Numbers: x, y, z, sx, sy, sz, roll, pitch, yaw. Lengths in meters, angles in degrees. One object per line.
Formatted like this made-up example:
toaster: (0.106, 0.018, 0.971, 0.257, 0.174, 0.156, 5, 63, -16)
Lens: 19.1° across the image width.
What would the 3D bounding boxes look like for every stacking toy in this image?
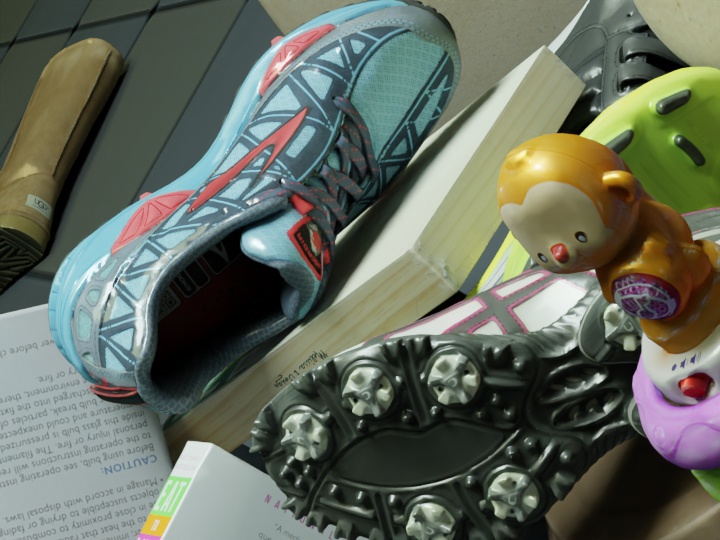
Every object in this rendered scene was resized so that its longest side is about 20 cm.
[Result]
stacking toy: (0.113, 0.026, 0.538, 0.116, 0.200, 0.110, -25, 38, 53)

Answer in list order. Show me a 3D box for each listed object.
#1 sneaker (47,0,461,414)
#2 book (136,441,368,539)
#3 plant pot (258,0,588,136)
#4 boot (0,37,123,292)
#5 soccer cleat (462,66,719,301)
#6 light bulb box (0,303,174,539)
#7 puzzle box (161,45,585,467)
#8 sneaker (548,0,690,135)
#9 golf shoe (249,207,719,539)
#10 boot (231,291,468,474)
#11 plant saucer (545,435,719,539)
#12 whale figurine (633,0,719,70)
sneaker: (-0.026, -0.018, 0.822, 0.200, 0.079, 0.096, -46, 33, -2)
book: (-0.053, 0.182, 0.782, 0.048, 0.133, 0.201, -5, 55, 64)
plant pot: (0.047, -0.190, 1.021, 0.200, 0.177, 0.200, -35, 31, 44)
boot: (-0.280, -0.079, 1.754, 0.175, 0.066, 0.201, -20, 42, 40)
soccer cleat: (0.067, 0.004, 0.784, 0.200, 0.065, 0.084, -55, 17, 8)
light bulb box: (-0.155, 0.136, 0.916, 0.198, 0.124, 0.201, -34, 72, 64)
puzzle box: (0.000, 0.000, 0.865, 0.200, 0.025, 0.133, -37, 15, 48)
sneaker: (0.132, -0.103, 0.869, 0.200, 0.071, 0.099, -57, 22, 17)
golf shoe: (0.061, 0.035, 0.709, 0.199, 0.077, 0.088, -19, 14, 21)
boot: (-0.035, 0.090, 0.946, 0.168, 0.076, 0.201, 13, 78, 64)
plant saucer: (0.127, 0.030, 0.745, 0.200, 0.029, 0.200, -45, 25, 28)
whale figurine: (0.150, -0.170, 0.778, 0.103, 0.201, 0.159, -17, 1, -26)
